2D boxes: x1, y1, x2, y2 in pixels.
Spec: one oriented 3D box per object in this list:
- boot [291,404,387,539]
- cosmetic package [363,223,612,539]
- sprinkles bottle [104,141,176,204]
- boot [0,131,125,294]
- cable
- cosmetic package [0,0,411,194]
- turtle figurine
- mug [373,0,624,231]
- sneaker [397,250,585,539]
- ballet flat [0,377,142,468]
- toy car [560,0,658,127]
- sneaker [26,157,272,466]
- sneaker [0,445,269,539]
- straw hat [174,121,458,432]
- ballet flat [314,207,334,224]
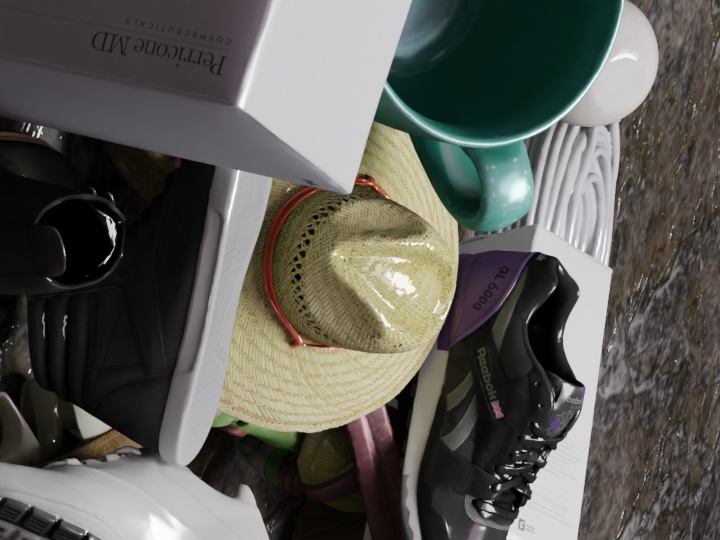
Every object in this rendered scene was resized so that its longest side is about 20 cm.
[{"bbox_3d":[0.035,0.157,1.488,0.200,0.072,0.155,-56,146,-28],"label":"boot"},{"bbox_3d":[0.079,0.082,1.372,0.081,0.113,0.201,31,61,-36],"label":"cosmetic package"},{"bbox_3d":[-0.045,-0.114,1.172,0.200,0.068,0.068,-48,143,-18],"label":"sprinkles bottle"},{"bbox_3d":[-0.141,-0.018,0.988,0.200,0.138,0.078,-38,121,-61],"label":"boot"},{"bbox_3d":[0.124,-0.018,1.549,0.201,0.069,0.200,84,23,-45],"label":"cable"},{"bbox_3d":[-0.081,-0.160,0.992,0.123,0.198,0.201,31,74,-61],"label":"cosmetic package"},{"bbox_3d":[-0.029,0.056,1.282,0.194,0.143,0.201,36,56,-43],"label":"turtle figurine"},{"bbox_3d":[0.033,-0.128,1.107,0.152,0.114,0.186,21,90,-29],"label":"mug"},{"bbox_3d":[0.076,0.087,1.227,0.076,0.087,0.201,14,77,-56],"label":"sneaker"},{"bbox_3d":[-0.165,0.092,1.108,0.200,0.068,0.073,-19,100,-54],"label":"ballet flat"},{"bbox_3d":[0.084,-0.176,1.370,0.149,0.175,0.201,-21,127,-17],"label":"toy car"},{"bbox_3d":[-0.103,-0.015,1.067,0.071,0.099,0.201,-27,133,-73],"label":"sneaker"},{"bbox_3d":[-0.121,0.123,1.063,0.200,0.074,0.087,25,39,-40],"label":"sneaker"},{"bbox_3d":[0.000,0.000,1.135,0.200,0.085,0.202,-10,108,-35],"label":"straw hat"},{"bbox_3d":[0.014,-0.048,1.304,0.200,0.069,0.070,-65,159,-68],"label":"ballet flat"}]
